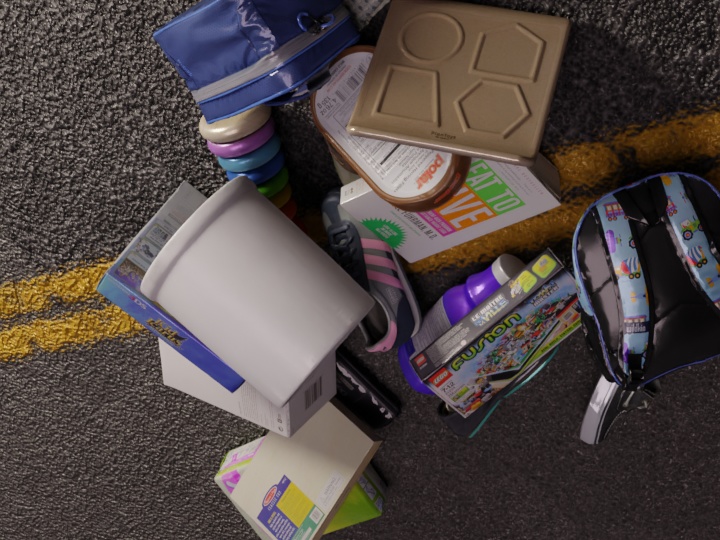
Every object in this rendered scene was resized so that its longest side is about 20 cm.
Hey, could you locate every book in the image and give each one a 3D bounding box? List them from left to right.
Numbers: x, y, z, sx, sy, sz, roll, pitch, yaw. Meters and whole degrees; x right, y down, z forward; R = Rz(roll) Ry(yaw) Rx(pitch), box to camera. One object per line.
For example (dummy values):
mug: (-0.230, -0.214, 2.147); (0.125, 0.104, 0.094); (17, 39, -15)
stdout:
book: (0.096, -0.086, 1.287); (0.200, 0.048, 0.134); (-23, 139, 31)

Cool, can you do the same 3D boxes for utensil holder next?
utensil holder: (-0.108, 0.026, 1.290); (0.200, 0.170, 0.170); (42, 126, 2)

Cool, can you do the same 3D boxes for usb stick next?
usb stick: (-0.030, 0.126, 1.513); (0.200, 0.033, 0.055); (45, 132, -11)

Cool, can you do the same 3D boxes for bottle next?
bottle: (0.122, 0.061, 1.385); (0.065, 0.084, 0.200); (8, 136, -36)

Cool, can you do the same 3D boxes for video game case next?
video game case: (-0.180, 0.017, 1.403); (0.200, 0.181, 0.045); (38, 136, -6)

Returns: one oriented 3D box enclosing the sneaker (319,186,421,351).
sneaker: (0.000, 0.000, 1.371); (0.070, 0.082, 0.200); (-27, 93, 41)

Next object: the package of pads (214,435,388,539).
package of pads: (-0.082, 0.285, 1.611); (0.200, 0.068, 0.155); (-25, 110, 28)

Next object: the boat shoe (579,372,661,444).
boat shoe: (0.310, 0.129, 1.365); (0.071, 0.072, 0.201); (23, 124, 10)

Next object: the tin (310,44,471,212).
tin: (0.027, -0.146, 1.218); (0.112, 0.042, 0.200); (-48, 66, 15)

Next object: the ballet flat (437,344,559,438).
ballet flat: (0.156, 0.129, 1.426); (0.073, 0.073, 0.200); (35, 128, -4)

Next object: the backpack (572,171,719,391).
backpack: (0.301, -0.002, 1.228); (0.182, 0.135, 0.201); (-22, 102, 3)

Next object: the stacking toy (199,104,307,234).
stacking toy: (-0.113, -0.101, 1.378); (0.085, 0.085, 0.200); (-5, 126, 23)

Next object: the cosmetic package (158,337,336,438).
cosmetic package: (-0.140, 0.117, 1.471); (0.199, 0.108, 0.085); (19, 128, 26)

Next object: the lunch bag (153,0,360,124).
lunch bag: (-0.097, -0.235, 1.217); (0.200, 0.136, 0.133); (-10, 118, 50)

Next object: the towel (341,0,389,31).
towel: (0.000, -0.371, 1.176); (0.193, 0.035, 0.200); (49, 126, -1)

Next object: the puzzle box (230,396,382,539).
puzzle box: (-0.072, 0.253, 1.516); (0.133, 0.025, 0.200); (40, 108, 25)

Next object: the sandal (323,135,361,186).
sandal: (-0.012, -0.148, 1.314); (0.080, 0.057, 0.201); (-11, 117, 26)

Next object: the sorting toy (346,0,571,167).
sorting toy: (0.099, -0.187, 1.170); (0.184, 0.201, 0.037); (12, 148, 13)

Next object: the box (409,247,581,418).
box: (0.162, 0.073, 1.328); (0.200, 0.035, 0.110); (-40, 137, 9)
